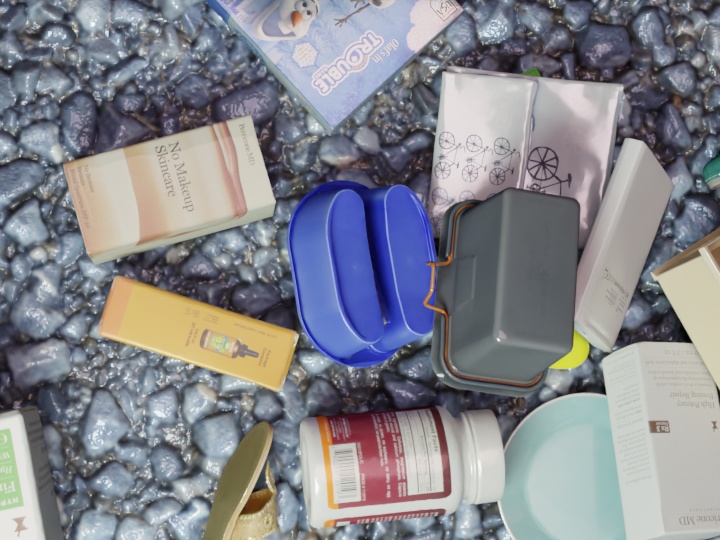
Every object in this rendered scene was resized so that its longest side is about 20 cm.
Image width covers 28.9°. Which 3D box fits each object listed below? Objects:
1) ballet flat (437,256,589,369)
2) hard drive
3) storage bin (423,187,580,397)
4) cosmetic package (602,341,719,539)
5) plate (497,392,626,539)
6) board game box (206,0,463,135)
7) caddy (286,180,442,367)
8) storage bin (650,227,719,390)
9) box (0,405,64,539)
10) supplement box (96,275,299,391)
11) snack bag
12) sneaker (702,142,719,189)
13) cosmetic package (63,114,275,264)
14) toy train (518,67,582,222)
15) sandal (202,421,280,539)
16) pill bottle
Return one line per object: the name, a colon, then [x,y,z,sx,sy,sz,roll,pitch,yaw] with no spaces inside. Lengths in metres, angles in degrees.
ballet flat: [0.162,0.044,1.495,0.200,0.067,0.067,32,80,-3]
hard drive: [0.275,-0.024,1.489,0.027,0.132,0.200,17,81,31]
storage bin: [0.145,0.011,1.391,0.145,0.134,0.201,9,73,-13]
cosmetic package: [0.324,0.180,1.468,0.101,0.074,0.201,1,71,-25]
plate: [0.242,0.232,1.507,0.199,0.026,0.201,1,85,-7]
board game box: [-0.027,-0.287,1.518,0.200,0.043,0.199,-43,92,-9]
caddy: [0.000,0.000,1.464,0.141,0.105,0.201,-6,84,-30]
storage bin: [0.442,0.038,1.486,0.198,0.094,0.200,-29,88,-34]
box: [-0.398,0.233,1.342,0.198,0.200,0.172,-11,88,-9]
supplement box: [-0.168,0.066,1.455,0.199,0.069,0.067,18,83,-3]
snack bag: [0.176,-0.117,1.501,0.199,0.021,0.189,7,92,8]
sneaker: [0.447,-0.167,1.553,0.200,0.071,0.080,-35,85,-14]
cosmetic package: [-0.197,-0.084,1.455,0.199,0.087,0.104,-17,85,-8]
toy train: [0.211,-0.128,1.534,0.056,0.042,0.200,-25,88,-19]
sandal: [-0.119,0.263,1.448,0.070,0.078,0.212,27,87,-23]
pill bottle: [0.042,0.199,1.441,0.199,0.114,0.115,-4,85,-8]
